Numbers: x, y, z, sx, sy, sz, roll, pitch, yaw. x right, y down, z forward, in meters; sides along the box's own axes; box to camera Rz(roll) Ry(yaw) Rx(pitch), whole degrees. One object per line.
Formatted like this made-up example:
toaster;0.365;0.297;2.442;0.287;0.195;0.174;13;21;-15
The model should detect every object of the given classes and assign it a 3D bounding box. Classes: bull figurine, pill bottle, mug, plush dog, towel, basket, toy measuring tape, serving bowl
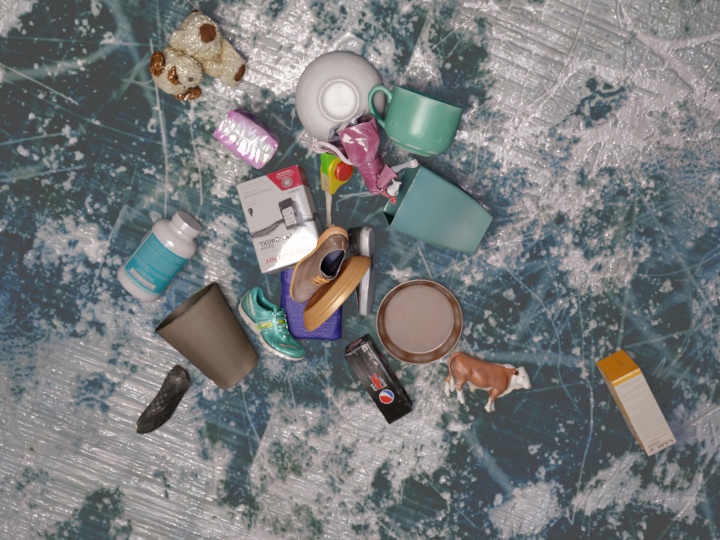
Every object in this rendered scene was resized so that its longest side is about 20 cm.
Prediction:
bull figurine;0.289;0.257;1.756;0.197;0.065;0.123;18;92;0
pill bottle;-0.437;-0.036;1.682;0.111;0.111;0.200;41;102;-8
mug;0.113;-0.311;1.587;0.184;0.151;0.116;28;109;30
plush dog;-0.358;-0.439;1.567;0.172;0.200;0.161;-44;66;1
towel;-0.109;0.056;1.732;0.145;0.050;0.203;3;103;5
basket;-0.332;0.157;1.720;0.179;0.136;0.201;-35;104;13
toy measuring tape;-0.048;-0.188;1.665;0.072;0.074;0.202;-1;120;2
serving bowl;-0.044;-0.361;1.615;0.197;0.066;0.203;0;103;1

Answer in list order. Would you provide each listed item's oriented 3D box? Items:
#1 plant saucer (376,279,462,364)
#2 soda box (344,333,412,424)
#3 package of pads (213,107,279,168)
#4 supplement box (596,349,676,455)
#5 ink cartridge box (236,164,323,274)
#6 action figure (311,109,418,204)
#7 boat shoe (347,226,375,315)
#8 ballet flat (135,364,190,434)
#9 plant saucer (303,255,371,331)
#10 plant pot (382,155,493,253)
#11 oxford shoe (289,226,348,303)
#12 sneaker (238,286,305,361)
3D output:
plant saucer;0.134;0.115;1.745;0.197;0.035;0.203;0;104;1
soda box;0.042;0.251;1.765;0.070;0.063;0.201;-30;101;9
package of pads;-0.229;-0.274;1.573;0.120;0.200;0.076;38;97;-11
supplement box;0.623;0.298;1.730;0.073;0.126;0.202;-28;101;7
ink cartridge box;-0.167;-0.107;1.650;0.143;0.083;0.203;-17;89;5
action figure;0.018;-0.217;1.566;0.148;0.134;0.202;-35;105;-20
boat shoe;0.000;0.000;1.708;0.056;0.069;0.203;4;102;17
ballet flat;-0.469;0.311;1.808;0.200;0.057;0.066;-50;141;13
plant saucer;-0.056;0.040;1.595;0.037;0.200;0.200;41;102;-8
plant pot;0.171;-0.128;1.635;0.198;0.142;0.142;26;104;-12
oxford shoe;-0.090;0.003;1.584;0.071;0.073;0.201;19;123;-23
sneaker;-0.194;0.121;1.701;0.200;0.077;0.080;45;114;14
